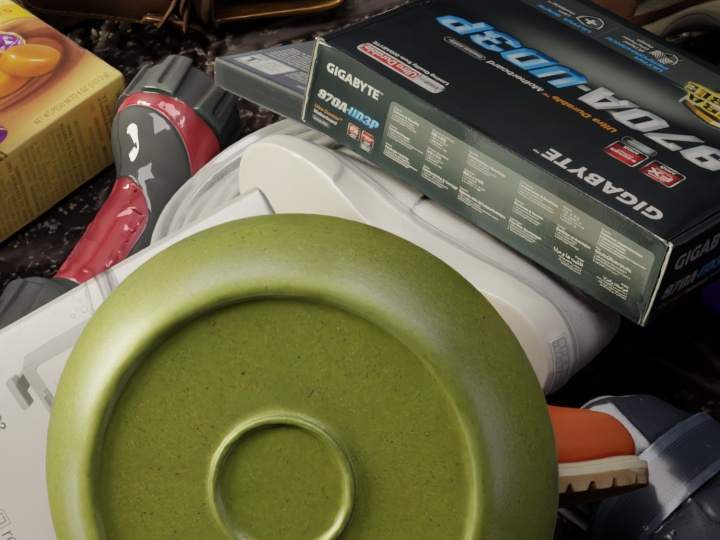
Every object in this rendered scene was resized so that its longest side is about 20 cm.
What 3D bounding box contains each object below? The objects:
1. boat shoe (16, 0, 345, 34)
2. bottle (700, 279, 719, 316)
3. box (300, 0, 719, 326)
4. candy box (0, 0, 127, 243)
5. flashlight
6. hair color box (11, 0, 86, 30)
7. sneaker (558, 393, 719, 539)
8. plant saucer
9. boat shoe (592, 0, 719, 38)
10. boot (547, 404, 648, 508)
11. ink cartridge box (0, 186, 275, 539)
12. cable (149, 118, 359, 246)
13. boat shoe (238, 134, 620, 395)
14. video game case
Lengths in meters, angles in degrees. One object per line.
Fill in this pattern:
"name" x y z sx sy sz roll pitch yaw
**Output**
"boat shoe" -0.099 -0.170 1.225 0.200 0.072 0.068 -7 50 -17
"bottle" 0.262 0.012 1.017 0.200 0.065 0.084 20 49 25
"box" 0.098 -0.065 0.994 0.200 0.046 0.159 33 38 28
"candy box" -0.233 -0.058 1.167 0.200 0.057 0.117 -37 52 -25
"flashlight" -0.129 -0.023 1.110 0.068 0.068 0.200 16 51 20
"hair color box" -0.197 -0.227 1.218 0.111 0.200 0.064 -22 48 -12
"sneaker" 0.114 0.138 0.907 0.146 0.077 0.202 37 52 22
"plant saucer" -0.027 0.079 0.814 0.199 0.201 0.031 2 6 10
"boat shoe" 0.151 -0.163 1.156 0.200 0.074 0.076 -12 25 -27
"boot" 0.019 0.044 0.869 0.199 0.075 0.108 7 77 0
"ink cartridge box" -0.091 0.075 0.939 0.200 0.083 0.147 -30 83 -5
"cable" 0.000 0.000 1.069 0.200 0.069 0.200 20 55 25
"boat shoe" 0.030 -0.011 0.985 0.200 0.072 0.068 26 36 37
"video game case" 0.047 -0.100 1.117 0.200 0.019 0.143 -13 27 -35
